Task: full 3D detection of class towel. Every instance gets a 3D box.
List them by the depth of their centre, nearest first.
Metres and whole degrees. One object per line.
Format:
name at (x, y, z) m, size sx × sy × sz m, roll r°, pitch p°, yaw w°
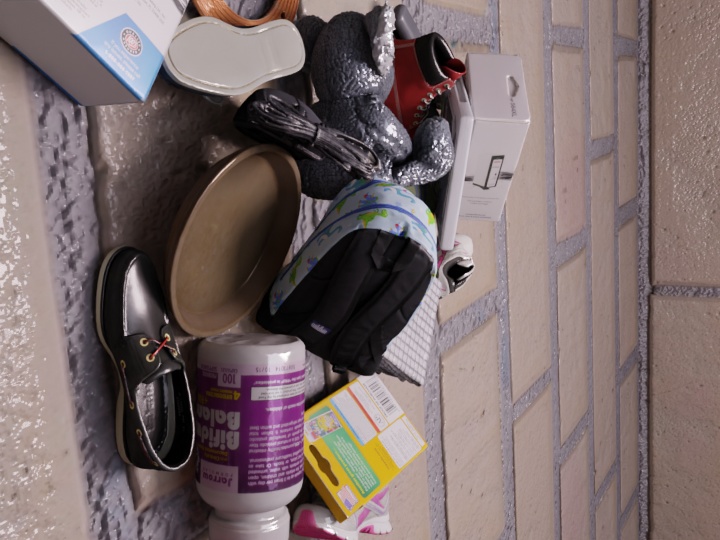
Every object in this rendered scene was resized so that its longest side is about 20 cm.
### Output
towel at (0.027, 0.044, 1.017) m, size 0.200 × 0.084 × 0.169 m, roll 40°, pitch 57°, yaw -51°

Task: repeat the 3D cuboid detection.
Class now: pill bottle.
pill bottle at (-0.111, 0.171, 0.765) m, size 0.111 × 0.110 × 0.206 m, roll -2°, pitch 93°, yaw -58°

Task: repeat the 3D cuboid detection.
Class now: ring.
ring at (-0.127, -0.331, 0.795) m, size 0.199 × 0.019 × 0.206 m, roll -6°, pitch 97°, yaw -60°

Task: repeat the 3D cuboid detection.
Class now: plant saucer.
plant saucer at (-0.126, -0.031, 0.746) m, size 0.201 × 0.029 × 0.203 m, roll -51°, pitch 156°, yaw -33°

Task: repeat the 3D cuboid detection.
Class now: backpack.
backpack at (0.000, 0.000, 0.819) m, size 0.160 × 0.200 × 0.156 m, roll 25°, pitch 53°, yaw -12°

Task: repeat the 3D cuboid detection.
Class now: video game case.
video game case at (0.128, -0.165, 1.095) m, size 0.184 × 0.023 × 0.204 m, roll -89°, pitch -177°, yaw -55°

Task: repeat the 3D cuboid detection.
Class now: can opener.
can opener at (0.079, -0.290, 1.105) m, size 0.200 × 0.052 × 0.068 m, roll 47°, pitch 53°, yaw -48°

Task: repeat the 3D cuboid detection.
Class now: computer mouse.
computer mouse at (-0.065, -0.145, 0.749) m, size 0.136 × 0.199 × 0.054 m, roll 25°, pitch 91°, yaw -26°

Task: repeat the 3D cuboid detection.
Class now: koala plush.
koala plush at (-0.006, -0.197, 0.868) m, size 0.182 × 0.175 × 0.205 m, roll -26°, pitch 118°, yaw -44°

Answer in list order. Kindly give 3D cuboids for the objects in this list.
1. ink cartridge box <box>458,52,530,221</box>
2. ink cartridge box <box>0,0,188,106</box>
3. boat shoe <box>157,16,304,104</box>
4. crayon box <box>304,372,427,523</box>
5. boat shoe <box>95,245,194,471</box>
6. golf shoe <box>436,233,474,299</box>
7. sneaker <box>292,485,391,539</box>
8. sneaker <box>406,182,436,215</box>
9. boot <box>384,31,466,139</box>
ink cartridge box at (0.182, -0.195, 1.123) m, size 0.202 × 0.082 × 0.149 m, roll 96°, pitch -4°, yaw -52°
ink cartridge box at (-0.207, -0.258, 0.602) m, size 0.147 × 0.084 × 0.204 m, roll 46°, pitch 53°, yaw -51°
boat shoe at (-0.129, -0.203, 0.725) m, size 0.200 × 0.061 × 0.076 m, roll -40°, pitch 115°, yaw -52°
crayon box at (-0.013, 0.214, 0.928) m, size 0.127 × 0.052 × 0.199 m, roll 53°, pitch 32°, yaw 10°
boat shoe at (-0.188, 0.080, 0.682) m, size 0.073 × 0.062 × 0.207 m, roll -17°, pitch 105°, yaw -55°
golf shoe at (0.146, -0.003, 1.200) m, size 0.200 × 0.090 × 0.074 m, roll -41°, pitch 124°, yaw -52°
sneaker at (-0.022, 0.290, 0.963) m, size 0.199 × 0.079 × 0.091 m, roll 24°, pitch 67°, yaw -63°
sneaker at (0.060, -0.113, 1.077) m, size 0.200 × 0.066 × 0.092 m, roll 47°, pitch 52°, yaw -56°
boot at (0.087, -0.225, 1.038) m, size 0.073 × 0.141 × 0.202 m, roll -61°, pitch 140°, yaw -36°
